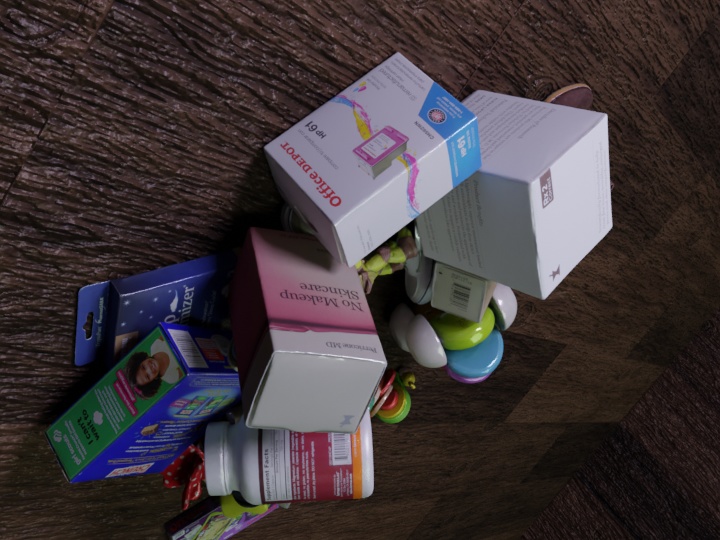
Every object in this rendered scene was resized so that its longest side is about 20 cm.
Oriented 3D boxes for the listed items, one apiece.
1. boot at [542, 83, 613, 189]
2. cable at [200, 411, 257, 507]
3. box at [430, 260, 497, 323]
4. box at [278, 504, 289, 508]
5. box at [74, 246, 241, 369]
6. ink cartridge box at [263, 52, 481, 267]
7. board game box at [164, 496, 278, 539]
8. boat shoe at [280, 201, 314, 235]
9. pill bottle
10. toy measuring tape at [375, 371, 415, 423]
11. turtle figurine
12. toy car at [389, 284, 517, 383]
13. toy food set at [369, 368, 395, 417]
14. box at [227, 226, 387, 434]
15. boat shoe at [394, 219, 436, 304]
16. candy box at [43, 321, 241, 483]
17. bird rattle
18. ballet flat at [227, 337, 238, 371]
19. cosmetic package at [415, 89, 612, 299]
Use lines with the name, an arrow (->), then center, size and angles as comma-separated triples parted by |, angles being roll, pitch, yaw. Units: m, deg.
boot -> 0.301, -0.165, 1.168 | 0.199, 0.167, 0.073 | -38, 149, -10
cable -> -0.131, 0.207, 1.075 | 0.161, 0.203, 0.051 | 27, 148, -22
box -> 0.173, -0.036, 1.174 | 0.096, 0.076, 0.202 | 89, 25, -49
box -> -0.088, 0.230, 1.183 | 0.083, 0.067, 0.201 | 99, 18, -47
box -> -0.224, 0.049, 0.933 | 0.197, 0.032, 0.123 | -16, 139, -37
ink cartridge box -> 0.014, -0.124, 0.900 | 0.199, 0.145, 0.085 | -38, 148, -11
board game box -> -0.223, 0.403, 1.347 | 0.198, 0.032, 0.122 | -26, 140, -27
boat shoe -> -0.004, -0.072, 1.003 | 0.197, 0.062, 0.074 | -19, 119, -35
pill bottle -> -0.085, 0.221, 0.989 | 0.195, 0.115, 0.114 | -2, 140, -2
toy measuring tape -> 0.026, 0.257, 1.429 | 0.200, 0.074, 0.074 | -44, 149, -2
turtle figurine -> 0.000, 0.000, 1.080 | 0.159, 0.065, 0.201 | -27, 157, -27
toy car -> 0.152, 0.099, 1.256 | 0.173, 0.200, 0.152 | -28, 105, -9
toy food set -> -0.010, 0.235, 1.306 | 0.199, 0.048, 0.200 | -54, 177, -4
box -> -0.064, 0.062, 0.885 | 0.125, 0.202, 0.110 | 8, 126, -23
boat shoe -> 0.076, -0.036, 1.165 | 0.065, 0.074, 0.203 | -10, 127, -22
candy box -> -0.235, 0.155, 0.957 | 0.200, 0.077, 0.169 | -43, 158, 13
bird rattle -> -0.199, 0.263, 1.182 | 0.164, 0.112, 0.200 | -55, 139, -9
ballet flat -> -0.107, 0.078, 0.993 | 0.201, 0.066, 0.063 | -59, 168, -56
cosmetic package -> 0.184, -0.101, 1.016 | 0.165, 0.198, 0.167 | -40, 132, -29
